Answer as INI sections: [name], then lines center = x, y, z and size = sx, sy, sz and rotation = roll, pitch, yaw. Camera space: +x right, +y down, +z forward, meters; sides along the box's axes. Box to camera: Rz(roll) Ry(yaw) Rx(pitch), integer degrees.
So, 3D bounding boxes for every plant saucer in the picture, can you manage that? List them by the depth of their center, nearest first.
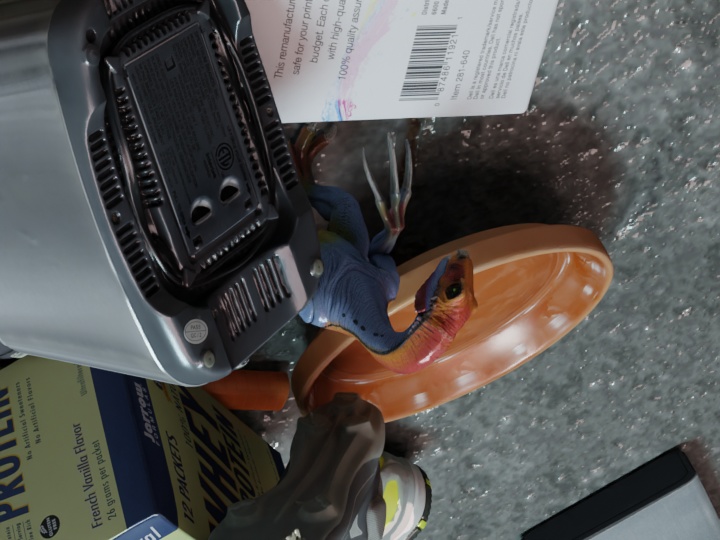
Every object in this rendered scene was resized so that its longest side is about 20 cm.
[plant saucer]
center = 0.051, 0.030, 0.935
size = 0.198, 0.033, 0.201
rotation = -21, 157, -9

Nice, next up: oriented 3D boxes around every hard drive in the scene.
[hard drive]
center = 0.216, 0.229, 1.234
size = 0.139, 0.033, 0.200
rotation = -30, 136, 4

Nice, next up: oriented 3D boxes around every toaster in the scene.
[toaster]
center = -0.109, -0.050, 0.662
size = 0.114, 0.128, 0.202
rotation = -42, 122, -45

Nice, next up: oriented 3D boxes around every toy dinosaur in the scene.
[toy dinosaur]
center = 0.000, 0.000, 0.810
size = 0.105, 0.182, 0.201
rotation = -33, 144, -6

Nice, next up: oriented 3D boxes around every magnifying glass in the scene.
[magnifying glass]
center = -0.135, 0.066, 0.934
size = 0.198, 0.022, 0.080
rotation = 6, 129, -26

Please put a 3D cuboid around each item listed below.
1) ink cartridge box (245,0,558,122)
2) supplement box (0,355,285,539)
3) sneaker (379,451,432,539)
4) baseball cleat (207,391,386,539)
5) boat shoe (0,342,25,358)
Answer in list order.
[ink cartridge box]
center = -0.009, -0.149, 0.742
size = 0.198, 0.084, 0.146
rotation = -4, 132, -20
[supplement box]
center = -0.156, 0.162, 0.909
size = 0.199, 0.135, 0.200
rotation = -30, 141, 11
[sneaker]
center = -0.044, 0.188, 1.059
size = 0.076, 0.076, 0.200
rotation = 35, 100, -35
[baseball cleat]
center = -0.024, 0.147, 0.850
size = 0.069, 0.200, 0.108
rotation = 1, 115, 23
[boat shoe]
center = -0.138, -0.019, 0.830
size = 0.199, 0.073, 0.063
rotation = -35, 154, 13
